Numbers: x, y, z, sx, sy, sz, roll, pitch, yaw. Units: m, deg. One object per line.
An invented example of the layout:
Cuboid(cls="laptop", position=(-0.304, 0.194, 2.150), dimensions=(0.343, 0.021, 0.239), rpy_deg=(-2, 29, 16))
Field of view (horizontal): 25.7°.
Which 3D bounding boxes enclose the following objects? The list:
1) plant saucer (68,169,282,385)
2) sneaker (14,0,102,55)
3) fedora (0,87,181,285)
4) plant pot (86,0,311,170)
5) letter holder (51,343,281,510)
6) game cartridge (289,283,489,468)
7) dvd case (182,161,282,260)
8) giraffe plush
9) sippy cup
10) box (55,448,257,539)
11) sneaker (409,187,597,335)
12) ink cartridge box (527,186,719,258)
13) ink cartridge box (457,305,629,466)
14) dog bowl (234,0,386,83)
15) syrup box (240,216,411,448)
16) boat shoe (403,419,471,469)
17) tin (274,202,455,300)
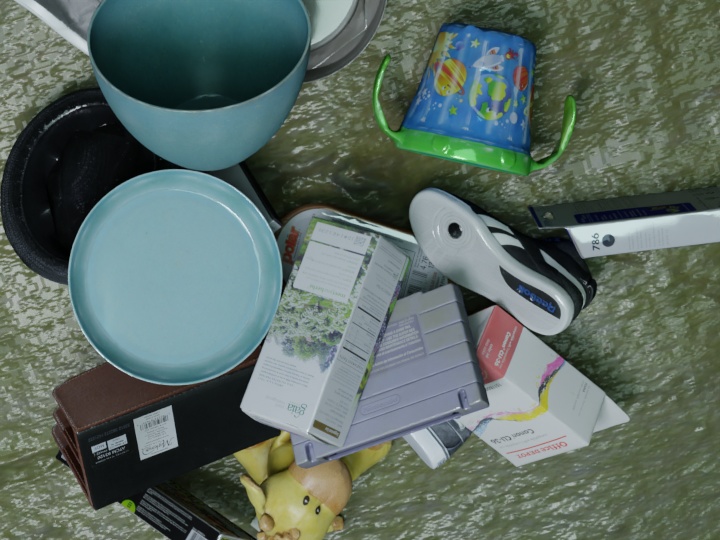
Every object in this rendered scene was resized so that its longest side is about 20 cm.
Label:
Cuboid(cls="plant saucer", position=(-0.173, 0.006, 1.479), dimensions=(0.199, 0.027, 0.201), rpy_deg=(0, 89, -13))
Cuboid(cls="sneaker", position=(-0.301, -0.299, 1.529), dimensions=(0.200, 0.071, 0.099), rpy_deg=(36, 100, -15))
Cuboid(cls="fedora", position=(-0.255, -0.074, 1.554), dimensions=(0.200, 0.092, 0.201), rpy_deg=(-2, 74, 8))
Cuboid(cls="plant pot", position=(-0.144, -0.170, 1.457), dimensions=(0.199, 0.201, 0.135), rpy_deg=(0, 141, 0))
Cuboid(cls="letter holder", position=(-0.200, 0.121, 1.547), dimensions=(0.199, 0.142, 0.101), rpy_deg=(-20, 128, -20))
Cuboid(cls="game cartridge", position=(0.018, 0.101, 1.527), dimensions=(0.199, 0.038, 0.130), rpy_deg=(-20, 62, 18))
Cuboid(cls="dvd case", position=(-0.180, -0.028, 1.569), dimensions=(0.200, 0.143, 0.018), rpy_deg=(-41, 140, 9))
Cuboid(cls="giraffe plush", position=(-0.063, 0.215, 1.607), dimensions=(0.172, 0.162, 0.201), rpy_deg=(20, 103, -6))
Cuboid(cls="sippy cup", position=(0.112, -0.169, 1.536), dimensions=(0.177, 0.139, 0.131), rpy_deg=(8, 95, -42))
Cuboid(cls="box", position=(-0.204, 0.233, 1.595), dimensions=(0.200, 0.110, 0.035), rpy_deg=(30, 87, 22))
Cuboid(cls="sneaker", position=(0.147, -0.019, 1.593), dimensions=(0.200, 0.112, 0.073), rpy_deg=(41, 124, 13))
Cuboid(cls="ink cartridge box", position=(0.271, -0.047, 1.577), dimensions=(0.199, 0.099, 0.039), rpy_deg=(-5, 105, 2))
Cuboid(cls="ink cartridge box", position=(0.162, 0.130, 1.596), dimensions=(0.200, 0.068, 0.116), rpy_deg=(38, 146, -19))
Cuboid(cls="dog bowl", position=(-0.071, -0.284, 1.536), dimensions=(0.199, 0.059, 0.201), rpy_deg=(0, 105, 0))
Cuboid(cls="syrup box", position=(-0.032, 0.060, 1.499), dimensions=(0.079, 0.081, 0.201), rpy_deg=(16, 81, 28))
Cuboid(cls="boat shoe", position=(0.039, 0.108, 1.631), dimensions=(0.068, 0.072, 0.200), rpy_deg=(-40, 92, -12))
Cuboid(cls="tin", position=(0.000, 0.000, 1.595), dimensions=(0.199, 0.042, 0.112), rpy_deg=(17, 69, -5))
